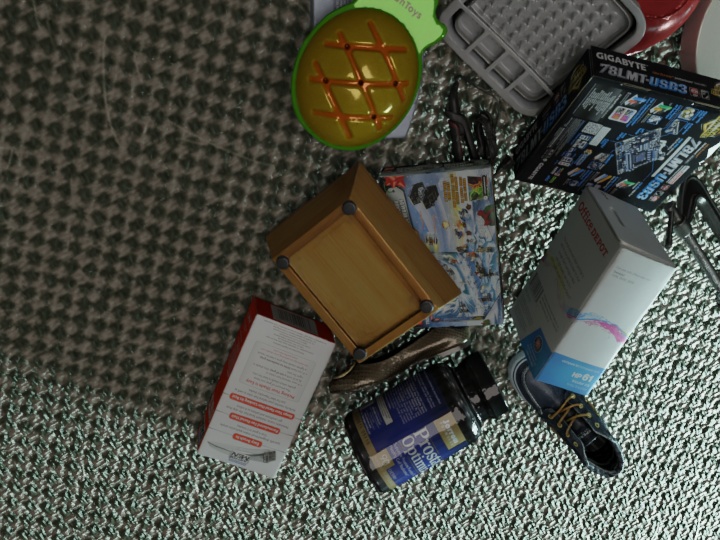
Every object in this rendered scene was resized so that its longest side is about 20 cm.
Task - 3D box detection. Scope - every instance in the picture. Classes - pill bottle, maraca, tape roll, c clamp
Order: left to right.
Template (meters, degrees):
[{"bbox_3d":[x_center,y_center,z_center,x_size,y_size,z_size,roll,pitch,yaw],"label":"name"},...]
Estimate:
[{"bbox_3d":[0.008,-0.225,0.951,0.136,0.107,0.202,31,102,-17],"label":"maraca"},{"bbox_3d":[0.086,0.190,1.146,0.197,0.112,0.113,-30,112,3],"label":"pill bottle"},{"bbox_3d":[0.430,-0.027,1.115,0.027,0.173,0.200,-20,127,41],"label":"c clamp"},{"bbox_3d":[0.481,-0.278,1.074,0.198,0.037,0.207,-5,112,-13],"label":"tape roll"}]

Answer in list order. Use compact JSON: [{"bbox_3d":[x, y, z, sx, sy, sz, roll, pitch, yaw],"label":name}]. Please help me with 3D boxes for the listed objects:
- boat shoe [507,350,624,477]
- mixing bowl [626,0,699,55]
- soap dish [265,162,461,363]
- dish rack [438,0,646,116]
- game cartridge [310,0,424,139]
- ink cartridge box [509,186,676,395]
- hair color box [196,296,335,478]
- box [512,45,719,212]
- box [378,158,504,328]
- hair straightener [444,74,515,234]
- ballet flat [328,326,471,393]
[{"bbox_3d":[0.280,0.190,1.188,0.071,0.091,0.200,-44,110,8],"label":"boat shoe"},{"bbox_3d":[0.311,-0.335,0.998,0.195,0.109,0.205,-3,110,-7],"label":"mixing bowl"},{"bbox_3d":[0.000,0.000,1.051,0.156,0.082,0.201,-34,103,24],"label":"soap dish"},{"bbox_3d":[0.199,-0.278,0.981,0.171,0.044,0.199,41,143,-12],"label":"dish rack"},{"bbox_3d":[0.007,-0.253,1.017,0.130,0.041,0.205,-1,110,-5],"label":"game cartridge"},{"bbox_3d":[0.274,0.024,1.077,0.083,0.146,0.202,17,120,-15],"label":"ink cartridge box"},{"bbox_3d":[-0.122,0.149,1.125,0.109,0.064,0.203,21,104,-17],"label":"hair color box"},{"bbox_3d":[0.305,-0.156,1.032,0.194,0.051,0.201,9,150,-13],"label":"box"},{"bbox_3d":[0.101,-0.029,1.085,0.134,0.040,0.204,-3,113,13],"label":"box"},{"bbox_3d":[0.147,-0.138,1.084,0.075,0.041,0.204,-14,107,-4],"label":"hair straightener"},{"bbox_3d":[0.048,0.106,1.139,0.196,0.067,0.047,-22,97,-3],"label":"ballet flat"}]
